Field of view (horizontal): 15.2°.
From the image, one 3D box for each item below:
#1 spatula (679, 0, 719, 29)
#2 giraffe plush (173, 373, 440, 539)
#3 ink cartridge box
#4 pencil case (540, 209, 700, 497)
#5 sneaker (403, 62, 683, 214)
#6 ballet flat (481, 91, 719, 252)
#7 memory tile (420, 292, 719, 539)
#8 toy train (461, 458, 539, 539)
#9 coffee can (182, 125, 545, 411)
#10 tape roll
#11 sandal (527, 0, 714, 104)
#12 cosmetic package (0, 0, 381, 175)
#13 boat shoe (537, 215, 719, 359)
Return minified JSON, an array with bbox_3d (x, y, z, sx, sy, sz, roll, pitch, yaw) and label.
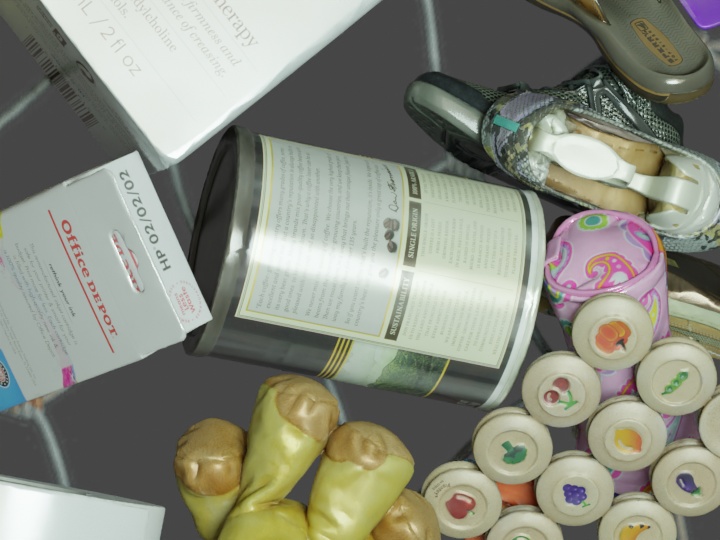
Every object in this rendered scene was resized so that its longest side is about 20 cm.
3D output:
[{"bbox_3d":[0.270,-0.138,1.834,0.056,0.021,0.200,-29,96,-6],"label":"spatula"},{"bbox_3d":[-0.061,0.187,1.637,0.172,0.162,0.200,37,117,-6],"label":"giraffe plush"},{"bbox_3d":[-0.168,0.004,1.641,0.068,0.200,0.115,-29,96,-45],"label":"ink cartridge box"},{"bbox_3d":[0.166,0.057,1.730,0.087,0.087,0.200,-26,133,-12],"label":"pencil case"},{"bbox_3d":[0.127,-0.107,1.777,0.199,0.076,0.115,22,82,-14],"label":"sneaker"},{"bbox_3d":[0.173,-0.057,1.721,0.200,0.072,0.072,20,84,-20],"label":"ballet flat"},{"bbox_3d":[0.149,0.119,1.677,0.153,0.017,0.200,35,110,-13],"label":"memory tile"},{"bbox_3d":[0.137,0.205,1.752,0.199,0.056,0.151,24,110,-13],"label":"toy train"},{"bbox_3d":[0.000,0.000,1.707,0.199,0.146,0.147,11,86,-12],"label":"coffee can"},{"bbox_3d":[-0.220,0.159,1.626,0.202,0.202,0.071,12,85,-12],"label":"tape roll"},{"bbox_3d":[0.157,-0.188,1.757,0.082,0.055,0.200,-26,59,-24],"label":"sandal"},{"bbox_3d":[-0.105,-0.182,1.679,0.200,0.166,0.168,-40,97,-12],"label":"cosmetic package"},{"bbox_3d":[0.200,0.030,1.800,0.199,0.072,0.076,22,113,-14],"label":"boat shoe"}]
